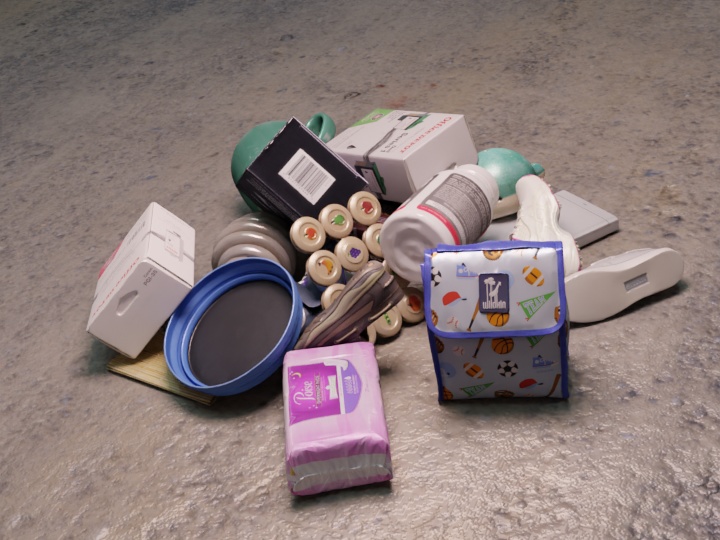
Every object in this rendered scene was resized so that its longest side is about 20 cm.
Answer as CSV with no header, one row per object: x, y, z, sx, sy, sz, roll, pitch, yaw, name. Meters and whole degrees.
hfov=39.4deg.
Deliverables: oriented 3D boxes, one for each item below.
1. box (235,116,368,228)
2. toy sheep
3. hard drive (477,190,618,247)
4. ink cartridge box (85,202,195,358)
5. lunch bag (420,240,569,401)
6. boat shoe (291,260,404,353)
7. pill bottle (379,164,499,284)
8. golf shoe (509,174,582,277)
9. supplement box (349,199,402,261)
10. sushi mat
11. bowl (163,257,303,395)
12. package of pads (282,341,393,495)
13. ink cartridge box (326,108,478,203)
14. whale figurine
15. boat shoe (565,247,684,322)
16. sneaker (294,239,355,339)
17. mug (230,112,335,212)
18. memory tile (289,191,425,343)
-0.092,-0.127,1.491,0.104,0.148,0.200,-50,9,-9,box
-0.159,-0.014,1.481,0.138,0.138,0.200,-4,38,9,toy sheep
0.271,-0.059,1.529,0.200,0.027,0.132,-24,34,-21,hard drive
-0.311,0.012,1.438,0.147,0.083,0.200,-49,23,15,ink cartridge box
0.165,0.056,1.210,0.170,0.200,0.124,-2,32,10,lunch bag
-0.022,0.078,1.283,0.073,0.200,0.074,41,24,-4,boat shoe
0.118,-0.073,1.402,0.111,0.111,0.200,10,33,28,pill bottle
0.247,-0.059,1.439,0.091,0.075,0.200,-10,50,-7,golf shoe
0.050,-0.092,1.607,0.109,0.061,0.200,13,37,34,supplement box
-0.250,0.129,1.380,0.200,0.012,0.096,13,39,32,sushi mat
-0.165,0.075,1.324,0.201,0.039,0.201,-17,49,21,bowl
-0.031,0.173,1.194,0.120,0.076,0.200,-7,32,-1,package of pads
0.059,-0.179,1.552,0.146,0.084,0.200,-39,32,-30,ink cartridge box
0.213,-0.151,1.605,0.159,0.104,0.200,-17,17,11,whale figurine
0.337,0.013,1.365,0.200,0.072,0.069,-25,13,-11,boat shoe
-0.079,0.025,1.433,0.146,0.081,0.200,-6,38,-6,sneaker
-0.126,-0.171,1.666,0.152,0.185,0.114,4,28,-24,mug
0.000,0.000,1.369,0.153,0.200,0.017,-26,-1,-31,memory tile
